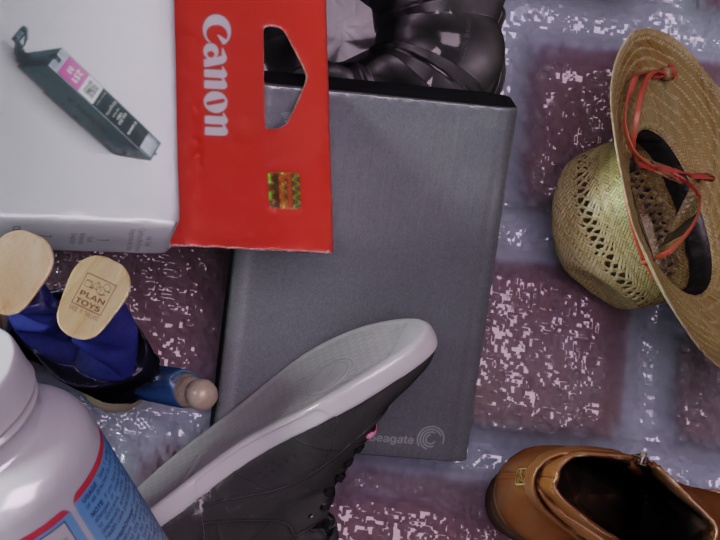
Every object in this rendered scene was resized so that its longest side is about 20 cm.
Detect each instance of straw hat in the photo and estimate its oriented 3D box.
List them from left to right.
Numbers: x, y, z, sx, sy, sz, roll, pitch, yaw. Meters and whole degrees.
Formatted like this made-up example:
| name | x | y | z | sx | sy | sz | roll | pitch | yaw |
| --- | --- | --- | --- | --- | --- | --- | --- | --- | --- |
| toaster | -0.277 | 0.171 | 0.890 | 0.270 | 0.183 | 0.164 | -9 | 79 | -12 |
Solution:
| name | x | y | z | sx | sy | sz | roll | pitch | yaw |
| --- | --- | --- | --- | --- | --- | --- | --- | --- | --- |
| straw hat | 0.151 | -0.027 | 1.603 | 0.085 | 0.201 | 0.201 | -18 | 84 | 29 |

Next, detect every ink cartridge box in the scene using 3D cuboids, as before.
| name | x | y | z | sx | sy | sz | roll | pitch | yaw |
| --- | --- | --- | --- | --- | --- | --- | --- | --- | --- |
| ink cartridge box | -0.099 | -0.107 | 1.479 | 0.173 | 0.044 | 0.200 | 1 | 68 | -8 |

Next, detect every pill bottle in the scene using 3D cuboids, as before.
| name | x | y | z | sx | sy | sz | roll | pitch | yaw |
| --- | --- | --- | --- | --- | --- | --- | --- | --- | --- |
| pill bottle | -0.162 | 0.128 | 1.458 | 0.109 | 0.109 | 0.200 | -36 | 122 | -13 |

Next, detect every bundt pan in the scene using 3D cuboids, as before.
| name | x | y | z | sx | sy | sz | roll | pitch | yaw |
| --- | --- | --- | --- | --- | --- | --- | --- | --- | --- |
| bundt pan | -0.009 | -0.133 | 1.598 | 0.201 | 0.076 | 0.202 | 2 | 82 | -11 |

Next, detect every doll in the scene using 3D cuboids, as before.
| name | x | y | z | sx | sy | sz | roll | pitch | yaw |
| --- | --- | --- | --- | --- | --- | --- | --- | --- | --- |
| doll | -0.135 | 0.038 | 1.487 | 0.136 | 0.200 | 0.049 | 19 | 76 | 8 |

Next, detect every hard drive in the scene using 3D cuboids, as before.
| name | x | y | z | sx | sy | sz | roll | pitch | yaw |
| --- | --- | --- | --- | --- | --- | --- | --- | --- | --- |
| hard drive | 0.000 | 0.000 | 1.560 | 0.139 | 0.033 | 0.200 | 5 | 108 | -9 |

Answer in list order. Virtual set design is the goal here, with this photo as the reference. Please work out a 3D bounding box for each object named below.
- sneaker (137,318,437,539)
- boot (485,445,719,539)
| name | x | y | z | sx | sy | sz | roll | pitch | yaw |
| --- | --- | --- | --- | --- | --- | --- | --- | --- | --- |
| sneaker | -0.023 | 0.109 | 1.540 | 0.200 | 0.071 | 0.099 | -36 | 108 | 12 |
| boot | 0.170 | 0.134 | 1.549 | 0.200 | 0.155 | 0.077 | 22 | 78 | -7 |
